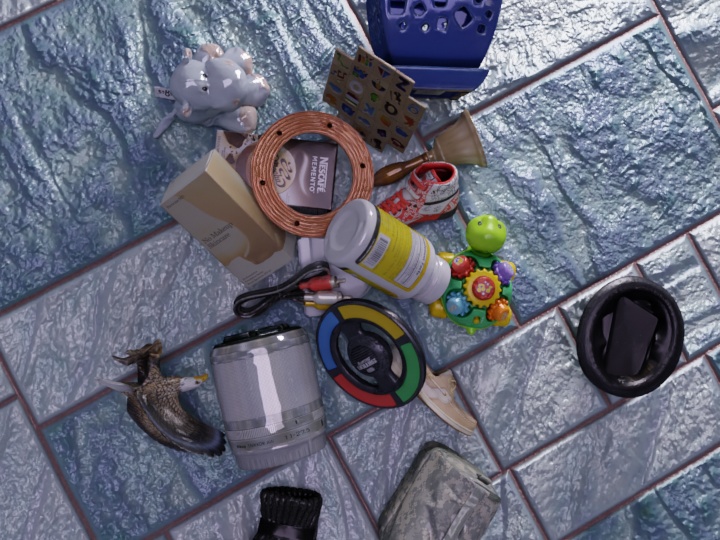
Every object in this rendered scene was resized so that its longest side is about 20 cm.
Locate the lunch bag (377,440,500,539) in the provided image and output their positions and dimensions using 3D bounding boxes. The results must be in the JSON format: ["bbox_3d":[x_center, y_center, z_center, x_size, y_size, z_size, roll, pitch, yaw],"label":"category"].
[{"bbox_3d":[0.126,0.394,1.046,0.139,0.168,0.201,34,85,-1],"label":"lunch bag"}]

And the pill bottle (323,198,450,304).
[{"bbox_3d":[0.048,-0.021,1.044,0.199,0.111,0.112,30,84,-33],"label":"pill bottle"}]

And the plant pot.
[{"bbox_3d":[0.111,-0.377,1.073,0.198,0.200,0.182,1,99,-5],"label":"plant pot"}]

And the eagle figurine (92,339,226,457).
[{"bbox_3d":[-0.300,0.208,1.027,0.150,0.152,0.202,-18,90,14],"label":"eagle figurine"}]

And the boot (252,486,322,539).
[{"bbox_3d":[-0.166,0.432,1.065,0.209,0.079,0.160,1,93,-15],"label":"boot"}]

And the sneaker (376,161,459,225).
[{"bbox_3d":[0.070,-0.117,1.092,0.200,0.108,0.068,-18,56,-9],"label":"sneaker"}]

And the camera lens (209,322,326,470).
[{"bbox_3d":[-0.144,0.192,1.042,0.158,0.160,0.202,-12,88,-5],"label":"camera lens"}]

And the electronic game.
[{"bbox_3d":[0.014,0.136,1.061,0.198,0.042,0.202,15,122,25],"label":"electronic game"}]

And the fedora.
[{"bbox_3d":[0.443,0.111,1.123,0.198,0.092,0.203,0,87,-4],"label":"fedora"}]

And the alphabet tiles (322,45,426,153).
[{"bbox_3d":[0.018,-0.269,1.062,0.166,0.200,0.006,33,66,1],"label":"alphabet tiles"}]

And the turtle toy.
[{"bbox_3d":[0.197,0.008,1.106,0.144,0.101,0.202,7,86,-4],"label":"turtle toy"}]

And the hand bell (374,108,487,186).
[{"bbox_3d":[0.105,-0.189,1.131,0.198,0.104,0.105,-21,88,7],"label":"hand bell"}]

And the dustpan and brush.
[{"bbox_3d":[0.000,0.000,1.123,0.198,0.057,0.141,-4,99,2],"label":"dustpan and brush"}]

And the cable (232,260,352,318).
[{"bbox_3d":[-0.114,0.039,1.065,0.198,0.098,0.051,-11,47,-1],"label":"cable"}]

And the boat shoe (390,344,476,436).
[{"bbox_3d":[0.126,0.191,1.104,0.200,0.074,0.069,42,91,0],"label":"boat shoe"}]

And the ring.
[{"bbox_3d":[-0.076,-0.152,1.052,0.198,0.019,0.203,0,89,-14],"label":"ring"}]

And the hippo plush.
[{"bbox_3d":[-0.249,-0.308,1.061,0.198,0.161,0.161,0,87,-4],"label":"hippo plush"}]

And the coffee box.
[{"bbox_3d":[-0.141,-0.160,1.101,0.198,0.080,0.114,5,86,-4],"label":"coffee box"}]

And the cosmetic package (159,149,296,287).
[{"bbox_3d":[-0.203,-0.078,1.039,0.105,0.071,0.200,-31,121,22],"label":"cosmetic package"}]
